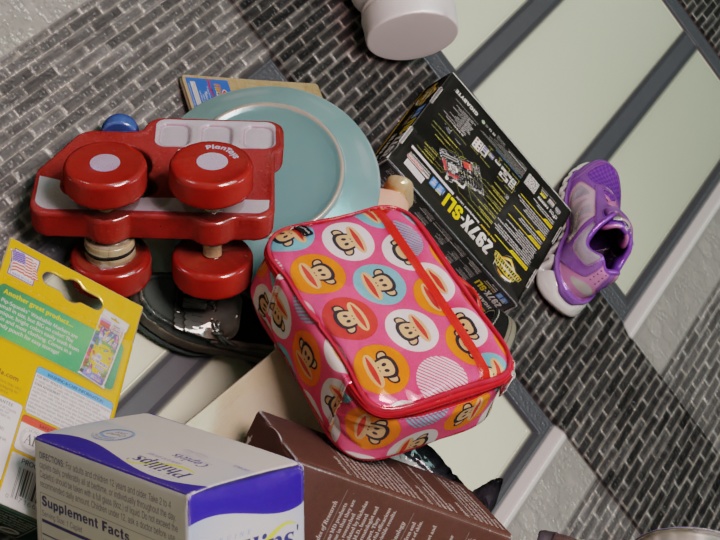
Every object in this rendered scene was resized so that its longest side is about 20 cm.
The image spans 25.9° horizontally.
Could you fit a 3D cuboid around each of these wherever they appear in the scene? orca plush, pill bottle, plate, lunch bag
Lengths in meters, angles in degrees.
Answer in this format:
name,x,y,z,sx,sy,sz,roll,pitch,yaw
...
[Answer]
name,x,y,z,sx,sy,sz,roll,pitch,yaw
orca plush,0.036,0.139,1.328,0.071,0.199,0.106,-49,145,-33
pill bottle,0.038,-0.324,1.584,0.113,0.113,0.202,9,64,-38
plate,-0.081,-0.082,1.345,0.198,0.026,0.202,1,61,-2
lunch bag,0.025,0.044,1.238,0.175,0.082,0.201,-13,55,-32

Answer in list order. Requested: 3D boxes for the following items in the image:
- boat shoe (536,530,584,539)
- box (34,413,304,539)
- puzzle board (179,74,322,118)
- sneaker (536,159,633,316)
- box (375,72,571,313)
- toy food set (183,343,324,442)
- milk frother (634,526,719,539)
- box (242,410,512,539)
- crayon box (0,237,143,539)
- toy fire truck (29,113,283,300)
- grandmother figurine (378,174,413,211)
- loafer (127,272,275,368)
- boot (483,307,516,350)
name,x,y,z,sx,sy,sz,roll,pitch,yaw
boat shoe,0.148,0.323,1.392,0.201,0.064,0.072,-61,154,-22
box,-0.131,0.217,1.070,0.104,0.183,0.202,-9,103,-43
puzzle board,-0.074,-0.088,1.413,0.150,0.017,0.201,-1,59,-35
sneaker,0.253,-0.044,1.651,0.080,0.088,0.201,37,48,-19
box,0.110,-0.077,1.570,0.200,0.049,0.160,47,49,-13
toy food set,-0.091,0.167,1.244,0.200,0.060,0.144,-39,99,-33
milk frother,0.347,0.377,1.510,0.201,0.179,0.189,74,21,-55
box,0.005,0.184,1.193,0.199,0.100,0.075,25,97,-25
crayon box,-0.247,0.093,1.170,0.125,0.051,0.201,30,53,-27
toy fire truck,-0.162,-0.070,1.272,0.198,0.113,0.169,1,36,-3
grandmother figurine,0.000,0.000,1.353,0.120,0.061,0.201,12,50,8
loafer,-0.101,0.041,1.315,0.199,0.063,0.072,23,57,-32
boot,0.052,0.052,1.439,0.154,0.073,0.204,51,44,-5
